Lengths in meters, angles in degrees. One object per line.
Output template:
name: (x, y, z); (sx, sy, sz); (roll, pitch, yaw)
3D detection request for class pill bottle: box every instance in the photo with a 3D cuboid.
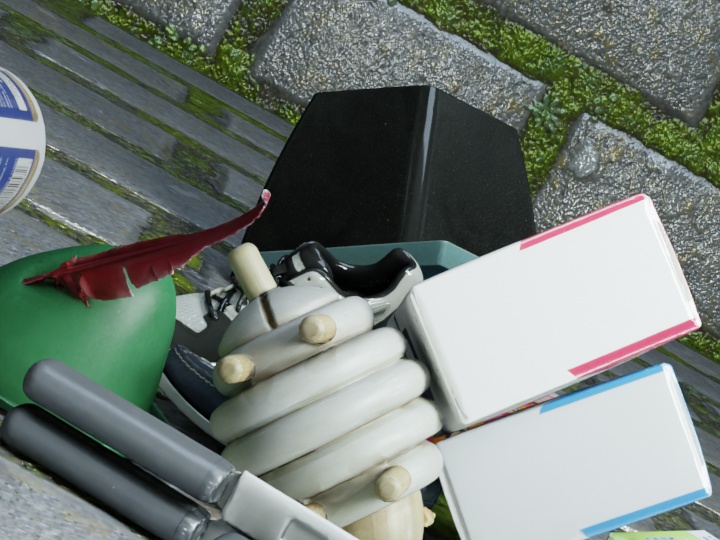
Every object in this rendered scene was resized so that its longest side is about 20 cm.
pill bottle: (-0.286, -0.086, 1.286); (0.111, 0.111, 0.200); (31, 8, 11)

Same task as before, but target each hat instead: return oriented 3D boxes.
hat: (-0.132, -0.009, 1.111); (0.200, 0.177, 0.166); (33, 10, 22)

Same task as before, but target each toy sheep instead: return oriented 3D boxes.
toy sheep: (-0.022, 0.076, 1.105); (0.138, 0.137, 0.201); (-7, 75, -77)

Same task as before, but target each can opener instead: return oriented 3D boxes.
can opener: (-0.087, 0.110, 0.986); (0.200, 0.053, 0.066); (31, 9, 13)

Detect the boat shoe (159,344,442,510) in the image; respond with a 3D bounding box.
boat shoe: (-0.040, 0.095, 1.210); (0.200, 0.062, 0.075); (34, 8, 27)

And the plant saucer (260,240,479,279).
plant saucer: (0.000, 0.000, 1.471); (0.199, 0.019, 0.070); (-4, -18, 38)

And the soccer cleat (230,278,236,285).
soccer cleat: (-0.028, 0.071, 1.437); (0.200, 0.070, 0.086); (42, 0, 45)

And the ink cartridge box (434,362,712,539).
ink cartridge box: (0.130, 0.118, 1.241); (0.200, 0.146, 0.086); (35, 36, -82)

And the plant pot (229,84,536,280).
plant pot: (0.034, -0.054, 1.746); (0.199, 0.178, 0.199); (-1, -15, 40)

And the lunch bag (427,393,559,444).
lunch bag: (0.084, 0.105, 1.522); (0.200, 0.082, 0.176); (20, 12, -47)

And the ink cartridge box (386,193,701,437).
ink cartridge box: (0.099, 0.031, 1.184); (0.200, 0.144, 0.085); (115, -47, -83)

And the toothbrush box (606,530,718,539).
toothbrush box: (0.217, 0.229, 1.215); (0.145, 0.086, 0.200); (33, 9, 24)

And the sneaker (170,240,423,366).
sneaker: (-0.054, 0.018, 1.336); (0.199, 0.088, 0.076); (-2, 32, -13)
